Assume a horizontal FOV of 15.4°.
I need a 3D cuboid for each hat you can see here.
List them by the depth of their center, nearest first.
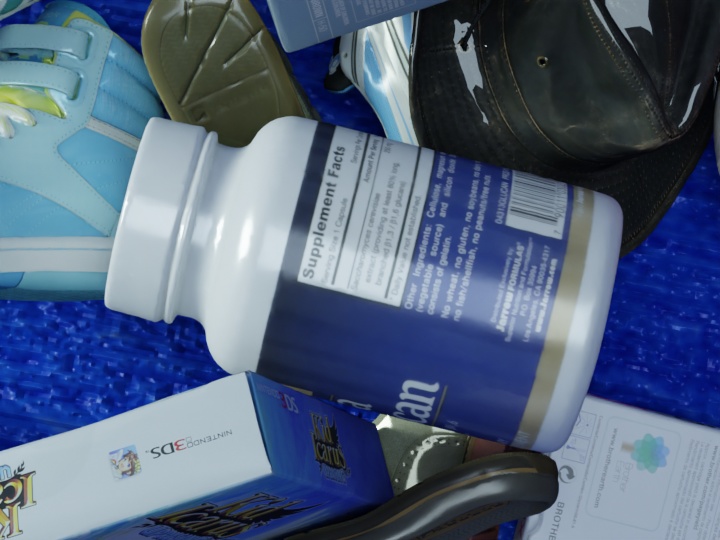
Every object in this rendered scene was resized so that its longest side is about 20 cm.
[{"bbox_3d":[0.112,-0.103,1.151,0.200,0.081,0.202,0,90,-36],"label":"hat"}]

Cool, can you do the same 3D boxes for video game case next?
[{"bbox_3d":[-0.095,0.099,1.092,0.180,0.200,0.046,-19,76,11],"label":"video game case"}]

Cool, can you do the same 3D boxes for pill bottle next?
[{"bbox_3d":[0.000,0.000,1.099,0.199,0.111,0.112,14,90,0],"label":"pill bottle"}]

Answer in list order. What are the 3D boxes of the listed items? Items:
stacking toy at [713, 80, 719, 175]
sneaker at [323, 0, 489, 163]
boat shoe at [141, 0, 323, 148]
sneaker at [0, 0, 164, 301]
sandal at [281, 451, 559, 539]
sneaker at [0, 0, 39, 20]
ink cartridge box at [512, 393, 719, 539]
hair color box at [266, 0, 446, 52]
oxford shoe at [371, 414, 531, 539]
[{"bbox_3d":[0.259,-0.050,1.122,0.145,0.200,0.147,-13,116,-28],"label":"stacking toy"},{"bbox_3d":[0.014,-0.120,1.183,0.072,0.072,0.201,-8,88,5],"label":"sneaker"},{"bbox_3d":[-0.040,-0.044,1.180,0.071,0.066,0.202,-19,112,9],"label":"boat shoe"},{"bbox_3d":[-0.164,-0.056,1.138,0.199,0.079,0.131,5,83,-45],"label":"sneaker"},{"bbox_3d":[-0.001,0.136,1.131,0.199,0.082,0.055,-23,75,9],"label":"sandal"},{"bbox_3d":[-0.140,-0.147,1.104,0.199,0.093,0.071,-31,94,-2],"label":"sneaker"},{"bbox_3d":[0.169,0.134,1.214,0.199,0.042,0.120,14,90,-2],"label":"ink cartridge box"},{"bbox_3d":[0.046,-0.173,1.099,0.199,0.061,0.099,-18,59,-1],"label":"hair color box"},{"bbox_3d":[0.024,0.110,1.198,0.073,0.071,0.201,20,87,17],"label":"oxford shoe"}]
